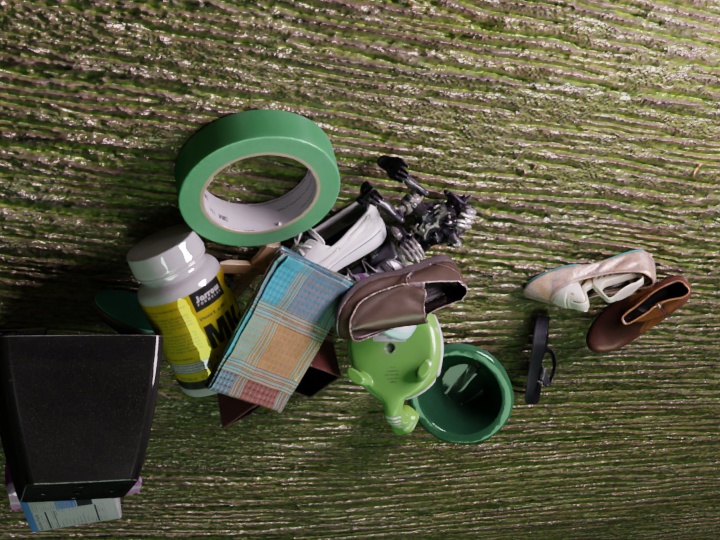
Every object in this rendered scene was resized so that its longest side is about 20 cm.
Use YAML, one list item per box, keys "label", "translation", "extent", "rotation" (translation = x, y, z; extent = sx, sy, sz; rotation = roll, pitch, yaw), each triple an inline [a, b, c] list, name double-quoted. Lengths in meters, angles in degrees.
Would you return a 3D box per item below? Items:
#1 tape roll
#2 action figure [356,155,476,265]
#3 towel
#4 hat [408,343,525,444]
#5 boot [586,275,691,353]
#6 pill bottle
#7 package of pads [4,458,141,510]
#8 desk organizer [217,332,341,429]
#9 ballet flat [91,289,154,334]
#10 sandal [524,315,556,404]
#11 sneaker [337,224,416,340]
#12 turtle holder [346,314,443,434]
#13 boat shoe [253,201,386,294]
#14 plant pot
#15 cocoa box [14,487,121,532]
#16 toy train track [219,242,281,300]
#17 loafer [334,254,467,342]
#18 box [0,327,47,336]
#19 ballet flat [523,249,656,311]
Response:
- label: "tape roll"
  translation: [-0.126, -0.110, 1.534]
  extent: [0.199, 0.048, 0.201]
  rotation: [-10, 144, -7]
- label: "action figure"
  translation: [0.084, -0.065, 1.621]
  extent: [0.119, 0.102, 0.200]
  rotation: [-44, 135, 15]
- label: "towel"
  translation: [-0.099, 0.080, 1.587]
  extent: [0.146, 0.022, 0.201]
  rotation: [25, 96, -46]
- label: "hat"
  translation: [0.172, 0.177, 2.045]
  extent: [0.165, 0.176, 0.201]
  rotation: [-23, 106, 15]
- label: "boot"
  translation: [0.409, 0.073, 1.862]
  extent: [0.188, 0.069, 0.200]
  rotation: [-27, 176, 16]
- label: "pill bottle"
  translation: [-0.215, 0.050, 1.600]
  extent: [0.114, 0.114, 0.201]
  rotation: [-20, 113, 7]
- label: "package of pads"
  translation: [-0.434, 0.284, 1.890]
  extent: [0.199, 0.121, 0.076]
  rotation: [-5, 149, -12]
- label: "desk organizer"
  translation: [-0.125, 0.166, 1.876]
  extent: [0.200, 0.077, 0.072]
  rotation: [-37, 138, 28]
- label: "ballet flat"
  translation: [-0.268, 0.079, 1.694]
  extent: [0.199, 0.068, 0.069]
  rotation: [12, 132, -12]
- label: "sandal"
  translation: [0.290, 0.151, 1.993]
  extent: [0.043, 0.076, 0.201]
  rotation: [10, 144, 9]
- label: "sneaker"
  translation: [0.000, 0.000, 1.693]
  extent: [0.199, 0.078, 0.140]
  rotation: [17, 102, -18]
- label: "turtle holder"
  translation: [0.065, 0.128, 1.809]
  extent: [0.141, 0.186, 0.132]
  rotation: [-32, 167, 14]
- label: "boat shoe"
  translation: [-0.060, -0.027, 1.627]
  extent: [0.200, 0.074, 0.066]
  rotation: [-37, 131, -17]
- label: "plant pot"
  translation: [-0.358, 0.192, 1.580]
  extent: [0.198, 0.178, 0.200]
  rotation: [0, 160, -19]
- label: "cocoa box"
  translation: [-0.418, 0.246, 1.778]
  extent: [0.131, 0.201, 0.134]
  rotation: [-8, 144, -8]
- label: "toy train track"
  translation: [-0.164, 0.008, 1.696]
  extent: [0.114, 0.033, 0.200]
  rotation: [3, 147, -34]
- label: "loafer"
  translation: [0.057, 0.038, 1.627]
  extent: [0.199, 0.071, 0.073]
  rotation: [-27, 128, -23]
- label: "box"
  translation: [-0.522, 0.126, 1.692]
  extent: [0.199, 0.070, 0.064]
  rotation: [-3, 141, -16]
- label: "ballet flat"
  translation: [0.342, 0.022, 1.853]
  extent: [0.199, 0.067, 0.068]
  rotation: [-17, 144, 4]
